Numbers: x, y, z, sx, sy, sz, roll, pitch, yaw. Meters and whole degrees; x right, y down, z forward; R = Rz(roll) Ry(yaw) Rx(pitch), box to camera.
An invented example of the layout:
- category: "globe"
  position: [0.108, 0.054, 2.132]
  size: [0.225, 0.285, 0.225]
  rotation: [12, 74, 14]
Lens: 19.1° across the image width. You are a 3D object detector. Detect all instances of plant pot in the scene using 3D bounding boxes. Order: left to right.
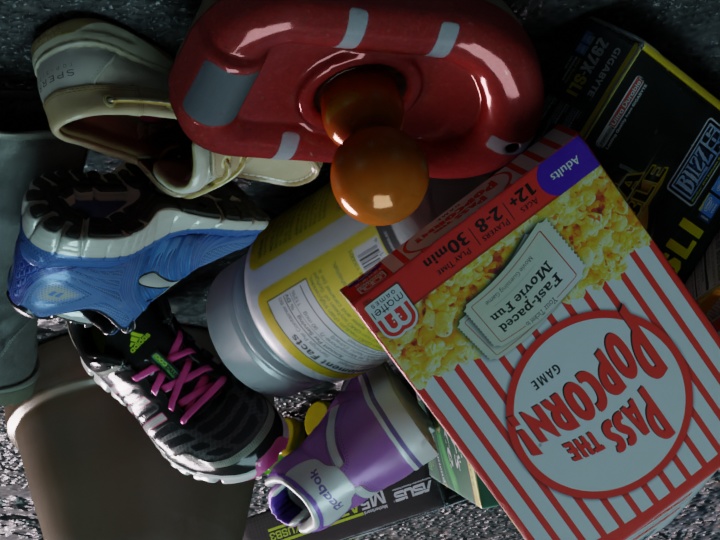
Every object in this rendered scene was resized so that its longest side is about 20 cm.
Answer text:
- category: "plant pot"
  position: [-0.156, 0.158, 1.544]
  size: [0.200, 0.174, 0.200]
  rotation: [-5, 154, -2]

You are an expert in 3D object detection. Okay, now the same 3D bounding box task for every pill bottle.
- category: "pill bottle"
  position: [0.000, 0.000, 1.321]
  size: [0.114, 0.114, 0.200]
  rotation: [17, 146, -37]

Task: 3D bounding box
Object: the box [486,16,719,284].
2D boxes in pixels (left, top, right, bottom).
- category: "box"
  position: [0.135, -0.025, 1.236]
  size: [0.160, 0.049, 0.200]
  rotation: [28, 95, -50]

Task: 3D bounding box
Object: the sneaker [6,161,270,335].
- category: "sneaker"
  position: [-0.134, -0.016, 1.237]
  size: [0.200, 0.079, 0.089]
  rotation: [-13, 140, -53]

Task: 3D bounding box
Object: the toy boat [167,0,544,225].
- category: "toy boat"
  position: [0.004, -0.081, 1.126]
  size: [0.200, 0.131, 0.131]
  rotation: [3, 145, -24]

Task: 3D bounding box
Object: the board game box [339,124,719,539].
- category: "board game box"
  position: [0.108, 0.046, 1.155]
  size: [0.151, 0.200, 0.046]
  rotation: [-38, -166, -2]

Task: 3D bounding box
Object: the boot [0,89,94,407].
- category: "boot"
  position: [-0.248, -0.007, 1.222]
  size: [0.182, 0.073, 0.200]
  rotation: [-10, 137, -28]

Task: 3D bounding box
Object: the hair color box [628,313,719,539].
- category: "hair color box"
  position: [0.178, 0.112, 1.312]
  size: [0.101, 0.061, 0.200]
  rotation: [-29, 160, -32]

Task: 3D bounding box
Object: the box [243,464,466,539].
- category: "box"
  position: [0.033, 0.173, 1.666]
  size: [0.193, 0.048, 0.200]
  rotation: [-20, 174, 31]

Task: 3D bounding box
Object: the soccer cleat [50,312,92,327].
- category: "soccer cleat"
  position: [-0.229, -0.028, 1.301]
  size: [0.200, 0.068, 0.073]
  rotation: [19, 117, -25]

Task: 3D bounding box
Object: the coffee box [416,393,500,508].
- category: "coffee box"
  position: [0.071, 0.085, 1.408]
  size: [0.044, 0.123, 0.200]
  rotation: [-10, -177, -7]

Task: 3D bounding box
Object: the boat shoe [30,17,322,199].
- category: "boat shoe"
  position: [-0.100, -0.075, 1.205]
  size: [0.200, 0.069, 0.074]
  rotation: [18, 145, -38]

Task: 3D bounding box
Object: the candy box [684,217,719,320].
- category: "candy box"
  position: [0.213, 0.046, 1.359]
  size: [0.115, 0.055, 0.200]
  rotation: [22, 141, -27]

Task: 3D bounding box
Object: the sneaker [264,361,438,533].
- category: "sneaker"
  position: [-0.014, 0.112, 1.382]
  size: [0.114, 0.073, 0.200]
  rotation: [-37, -178, 4]

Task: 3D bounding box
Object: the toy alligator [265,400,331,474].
- category: "toy alligator"
  position: [-0.044, 0.149, 1.673]
  size: [0.059, 0.054, 0.200]
  rotation: [20, 144, -40]

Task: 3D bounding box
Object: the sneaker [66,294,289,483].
- category: "sneaker"
  position: [-0.129, 0.066, 1.392]
  size: [0.074, 0.200, 0.087]
  rotation: [-44, 141, -13]
